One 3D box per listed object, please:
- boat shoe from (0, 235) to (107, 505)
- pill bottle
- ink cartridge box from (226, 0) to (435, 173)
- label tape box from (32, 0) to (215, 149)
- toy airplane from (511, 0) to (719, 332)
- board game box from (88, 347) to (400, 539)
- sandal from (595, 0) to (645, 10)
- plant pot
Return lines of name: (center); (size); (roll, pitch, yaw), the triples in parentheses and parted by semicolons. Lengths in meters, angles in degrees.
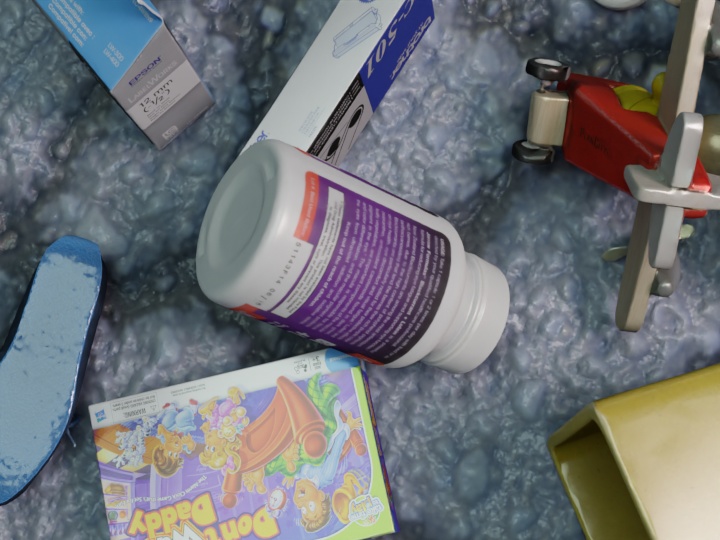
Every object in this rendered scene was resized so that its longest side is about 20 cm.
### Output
boat shoe: (-0.228, 0.077, 0.937); (0.084, 0.069, 0.201); (26, 78, -2)
pill bottle: (0.000, 0.000, 0.858); (0.199, 0.111, 0.112); (23, 80, -29)
ink cartridge box: (-0.018, -0.130, 0.935); (0.044, 0.094, 0.201); (31, 84, 12)
label tape box: (-0.188, -0.184, 0.911); (0.066, 0.200, 0.144); (-40, 77, -1)
toy airplane: (0.205, -0.080, 0.852); (0.140, 0.200, 0.201); (-2, 70, -23)
board game box: (-0.083, 0.141, 0.914); (0.198, 0.045, 0.136); (-14, 78, 4)
sandal: (0.229, -0.289, 0.963); (0.082, 0.050, 0.204); (34, 97, 27)
plant pot: (0.256, 0.148, 0.803); (0.199, 0.196, 0.196); (-22, 77, -5)
